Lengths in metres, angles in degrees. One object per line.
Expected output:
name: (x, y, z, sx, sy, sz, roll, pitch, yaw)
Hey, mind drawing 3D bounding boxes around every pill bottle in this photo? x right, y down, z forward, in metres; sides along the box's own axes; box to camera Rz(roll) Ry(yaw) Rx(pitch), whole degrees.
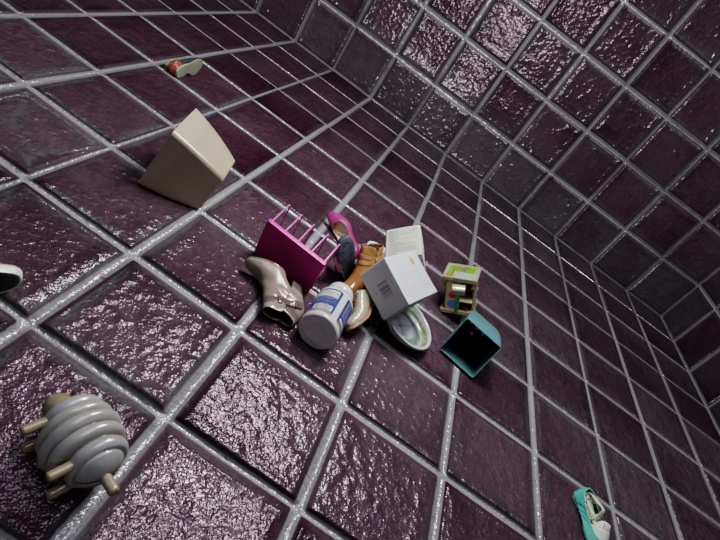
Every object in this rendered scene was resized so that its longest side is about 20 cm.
pill bottle: (-0.084, 0.113, 1.383, 0.110, 0.111, 0.200, 35, 30, -3)

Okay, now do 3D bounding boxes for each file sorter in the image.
file sorter: (-0.177, -0.070, 1.479, 0.199, 0.139, 0.126, 38, 45, 1)

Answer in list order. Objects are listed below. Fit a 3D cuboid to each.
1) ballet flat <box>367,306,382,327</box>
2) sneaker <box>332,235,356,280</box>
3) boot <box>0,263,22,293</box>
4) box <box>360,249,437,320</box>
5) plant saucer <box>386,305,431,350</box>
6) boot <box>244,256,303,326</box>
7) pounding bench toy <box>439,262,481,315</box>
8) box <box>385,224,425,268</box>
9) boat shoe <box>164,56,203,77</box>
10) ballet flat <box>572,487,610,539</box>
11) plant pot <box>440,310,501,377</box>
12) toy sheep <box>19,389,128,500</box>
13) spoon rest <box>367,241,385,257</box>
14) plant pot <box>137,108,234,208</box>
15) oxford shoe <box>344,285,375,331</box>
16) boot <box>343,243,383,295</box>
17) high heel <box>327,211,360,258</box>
ballet flat: (0.062, 0.105, 1.600, 0.066, 0.057, 0.201, 25, 31, -4)
sneaker: (-0.061, -0.047, 1.580, 0.070, 0.201, 0.082, -36, 59, -23)
boot: (-0.734, -0.024, 0.928, 0.198, 0.073, 0.145, 0, 45, -41)
box: (0.118, 0.040, 1.536, 0.199, 0.106, 0.154, -14, 73, -57)
plant saucer: (0.135, 0.167, 1.586, 0.199, 0.050, 0.202, 33, 35, -26)
boot: (-0.232, 0.057, 1.347, 0.198, 0.071, 0.147, 30, 33, -13)
pounding bench toy: (0.349, 0.090, 1.817, 0.122, 0.159, 0.200, 9, 25, 17)
box: (0.155, -0.054, 1.756, 0.126, 0.110, 0.201, -9, 32, 10)
boat shoe: (-0.703, -0.825, 2.053, 0.062, 0.072, 0.201, 33, 34, -1)
ballet flat: (0.646, 0.691, 1.410, 0.067, 0.071, 0.201, 27, 32, -17)
plant pot: (0.378, 0.224, 1.701, 0.141, 0.142, 0.200, 41, 23, 7)
toy sheep: (-0.431, 0.269, 0.790, 0.200, 0.139, 0.137, 45, 31, 21)
spoon rest: (0.068, -0.041, 1.806, 0.098, 0.061, 0.201, 25, 33, -20)
plant pot: (-0.479, -0.303, 1.467, 0.176, 0.200, 0.201, 37, 28, -21)
oxford shoe: (-0.005, 0.102, 1.493, 0.074, 0.070, 0.200, 56, 38, -14)
boot: (0.000, 0.000, 1.562, 0.198, 0.158, 0.076, -10, 30, -43)
high heel: (-0.067, -0.124, 1.771, 0.202, 0.067, 0.096, 59, 23, 9)
